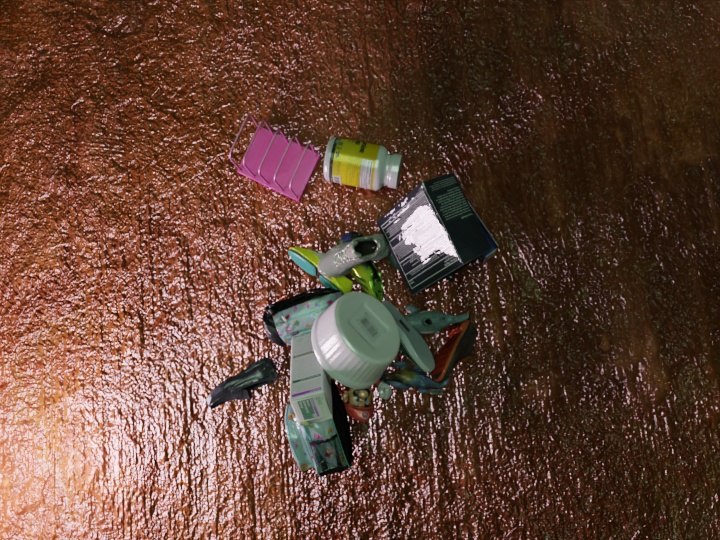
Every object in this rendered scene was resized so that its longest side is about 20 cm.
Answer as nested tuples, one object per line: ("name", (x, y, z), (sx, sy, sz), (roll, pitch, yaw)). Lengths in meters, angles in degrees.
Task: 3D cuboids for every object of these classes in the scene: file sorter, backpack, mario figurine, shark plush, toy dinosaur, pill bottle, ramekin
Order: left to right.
("file sorter", (-0.229, -0.302, 1.459), (0.195, 0.126, 0.142), (25, 84, 8))
("backpack", (-0.126, 0.117, 1.366), (0.194, 0.167, 0.131), (-17, 91, 10))
("backpack", (-0.100, 0.357, 1.304), (0.148, 0.176, 0.207), (-9, 104, 1))
("ramekin", (-0.004, 0.147, 1.226), (0.202, 0.199, 0.098), (50, 130, 9))
("mario figurine", (0.003, 0.249, 1.296), (0.120, 0.105, 0.207), (-12, 71, 24))
("pill bottle", (0.008, -0.275, 1.441), (0.193, 0.113, 0.116), (12, 82, 6))
("toy dinosaur", (0.136, 0.258, 1.382), (0.178, 0.198, 0.108), (23, 66, -26))
("shark plush", (0.171, 0.137, 1.357), (0.194, 0.083, 0.094), (5, 85, 25))

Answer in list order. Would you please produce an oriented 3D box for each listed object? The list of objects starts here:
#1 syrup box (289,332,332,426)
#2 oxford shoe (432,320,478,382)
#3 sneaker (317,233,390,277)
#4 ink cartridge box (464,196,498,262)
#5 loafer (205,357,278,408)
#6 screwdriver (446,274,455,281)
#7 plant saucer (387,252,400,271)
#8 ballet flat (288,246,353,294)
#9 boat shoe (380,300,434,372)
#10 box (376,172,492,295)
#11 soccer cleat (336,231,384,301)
("syrup box", (-0.110, 0.236, 1.227), (0.079, 0.202, 0.081), (-14, 123, 4))
("oxford shoe", (0.237, 0.199, 1.336), (0.072, 0.071, 0.201), (42, 54, -9))
("sneaker", (-0.025, -0.043, 1.355), (0.195, 0.099, 0.080), (-24, 81, 12))
("ink cartridge box", (0.261, -0.117, 1.350), (0.046, 0.200, 0.201), (-34, 80, 8))
("loafer", (-0.301, 0.298, 1.402), (0.197, 0.068, 0.072), (-31, 71, -4))
("screwdriver", (0.186, -0.061, 1.433), (0.029, 0.028, 0.204), (-33, 83, 28))
("plant saucer", (0.144, -0.087, 1.414), (0.193, 0.036, 0.208), (0, 91, 17))
("ballet flat", (-0.099, -0.006, 1.441), (0.199, 0.067, 0.067), (40, 65, 7))
("boat shoe", (0.101, 0.165, 1.320), (0.057, 0.068, 0.202), (-43, 80, 32))
("box", (0.167, -0.081, 1.283), (0.121, 0.199, 0.203), (-20, 81, -37))
("soccer cleat", (0.000, 0.000, 1.435), (0.082, 0.064, 0.206), (-26, 83, 28))
